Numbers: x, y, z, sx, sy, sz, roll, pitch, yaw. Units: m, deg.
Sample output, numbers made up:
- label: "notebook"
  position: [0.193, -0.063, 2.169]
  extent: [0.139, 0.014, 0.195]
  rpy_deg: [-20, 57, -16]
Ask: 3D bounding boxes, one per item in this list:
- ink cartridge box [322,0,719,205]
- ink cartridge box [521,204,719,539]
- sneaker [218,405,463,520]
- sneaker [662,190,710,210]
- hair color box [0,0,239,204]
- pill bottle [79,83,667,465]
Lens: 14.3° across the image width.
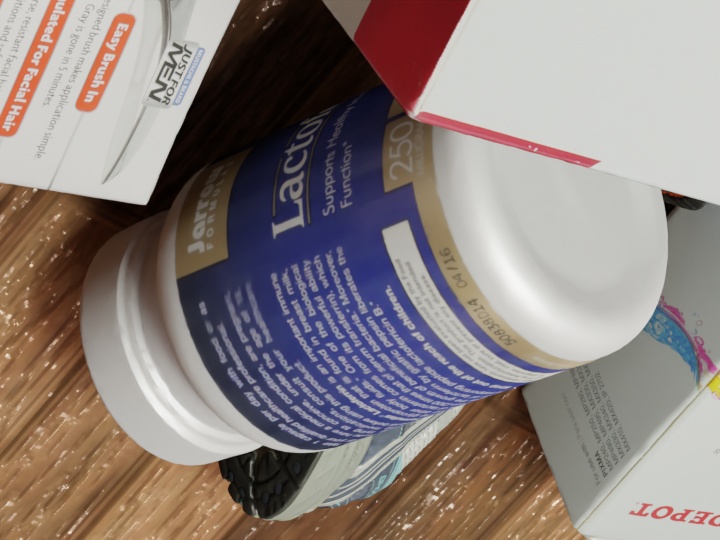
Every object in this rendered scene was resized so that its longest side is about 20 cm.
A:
- label: "ink cartridge box"
  position: [0.061, -0.144, 0.921]
  extent: [0.145, 0.200, 0.145]
  rpy_deg: [12, 118, -36]
- label: "ink cartridge box"
  position: [0.183, 0.027, 1.194]
  extent: [0.145, 0.083, 0.200]
  rpy_deg: [10, 133, -35]
- label: "sneaker"
  position: [0.021, 0.016, 1.140]
  extent: [0.086, 0.078, 0.200]
  rpy_deg: [3, 134, -45]
- label: "sneaker"
  position: [0.150, -0.063, 1.061]
  extent: [0.078, 0.200, 0.075]
  rpy_deg: [-48, 116, -6]
- label: "hair color box"
  position: [-0.145, -0.095, 0.948]
  extent: [0.199, 0.064, 0.111]
  rpy_deg: [9, 121, -33]
- label: "pill bottle"
  position: [0.000, 0.000, 1.022]
  extent: [0.199, 0.116, 0.115]
  rpy_deg: [-22, 146, 38]
